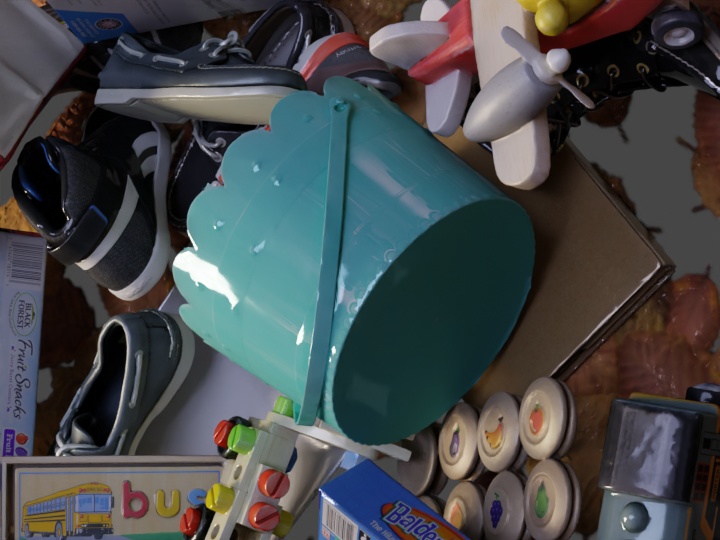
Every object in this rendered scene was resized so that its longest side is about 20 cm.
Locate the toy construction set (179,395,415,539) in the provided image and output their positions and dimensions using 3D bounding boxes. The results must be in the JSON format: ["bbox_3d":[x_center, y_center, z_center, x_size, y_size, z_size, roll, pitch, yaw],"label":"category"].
[{"bbox_3d":[-0.055,0.156,1.354,0.200,0.092,0.131,-55,23,-13],"label":"toy construction set"}]

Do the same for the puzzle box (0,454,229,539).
[{"bbox_3d":[-0.185,0.189,1.417,0.200,0.025,0.133,-1,85,-4],"label":"puzzle box"}]

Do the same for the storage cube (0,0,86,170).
[{"bbox_3d":[-0.329,-0.116,1.489,0.200,0.171,0.180,37,126,-10],"label":"storage cube"}]

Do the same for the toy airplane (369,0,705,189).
[{"bbox_3d":[0.087,-0.165,1.232,0.200,0.141,0.199,34,89,41],"label":"toy airplane"}]

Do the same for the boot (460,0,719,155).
[{"bbox_3d":[0.146,-0.113,1.302,0.151,0.073,0.200,-48,55,4],"label":"boot"}]

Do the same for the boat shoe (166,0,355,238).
[{"bbox_3d":[-0.083,-0.107,1.483,0.200,0.060,0.074,-49,60,18],"label":"boat shoe"}]

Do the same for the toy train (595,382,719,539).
[{"bbox_3d":[0.177,0.162,1.224,0.085,0.114,0.200,9,87,36],"label":"toy train"}]

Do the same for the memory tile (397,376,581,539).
[{"bbox_3d":[0.076,0.152,1.295,0.200,0.017,0.153,-28,59,59],"label":"memory tile"}]

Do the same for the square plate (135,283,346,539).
[{"bbox_3d":[-0.112,0.136,1.482,0.198,0.028,0.200,43,107,31],"label":"square plate"}]

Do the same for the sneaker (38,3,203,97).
[{"bbox_3d":[-0.210,-0.174,1.574,0.200,0.074,0.081,-7,38,18],"label":"sneaker"}]

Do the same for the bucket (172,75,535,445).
[{"bbox_3d":[0.000,0.000,1.297,0.135,0.207,0.207,35,102,32],"label":"bucket"}]

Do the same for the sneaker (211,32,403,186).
[{"bbox_3d":[-0.038,-0.063,1.427,0.082,0.077,0.200,37,103,45],"label":"sneaker"}]

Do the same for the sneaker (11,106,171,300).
[{"bbox_3d":[-0.193,-0.078,1.487,0.073,0.112,0.200,-39,38,20],"label":"sneaker"}]

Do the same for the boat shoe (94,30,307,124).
[{"bbox_3d":[-0.108,-0.135,1.424,0.200,0.073,0.062,4,80,48],"label":"boat shoe"}]

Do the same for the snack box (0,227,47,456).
[{"bbox_3d":[-0.273,0.083,1.538,0.142,0.053,0.200,145,130,-64],"label":"snack box"}]

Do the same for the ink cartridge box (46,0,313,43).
[{"bbox_3d":[-0.118,-0.232,1.437,0.200,0.145,0.084,-9,75,7],"label":"ink cartridge box"}]

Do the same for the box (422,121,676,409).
[{"bbox_3d":[0.088,-0.017,1.372,0.163,0.021,0.200,-47,60,19],"label":"box"}]

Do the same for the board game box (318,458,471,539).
[{"bbox_3d":[0.036,0.234,1.287,0.152,0.045,0.200,36,139,33],"label":"board game box"}]

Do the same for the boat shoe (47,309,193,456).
[{"bbox_3d":[-0.191,0.113,1.475,0.073,0.062,0.200,39,104,33],"label":"boat shoe"}]
